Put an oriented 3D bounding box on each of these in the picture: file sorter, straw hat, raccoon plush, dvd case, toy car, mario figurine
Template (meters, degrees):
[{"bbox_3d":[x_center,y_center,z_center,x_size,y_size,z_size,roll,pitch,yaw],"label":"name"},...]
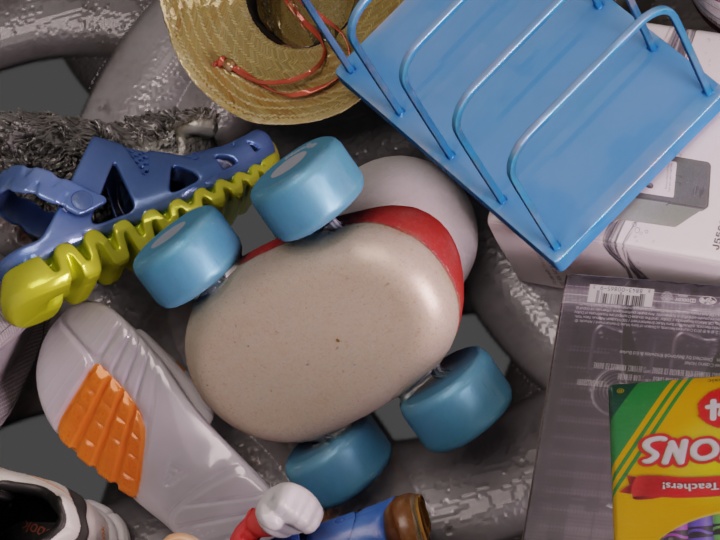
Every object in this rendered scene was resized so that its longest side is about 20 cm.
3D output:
[{"bbox_3d":[0.080,-0.129,1.652,0.139,0.123,0.200,-45,59,-4],"label":"file sorter"},{"bbox_3d":[-0.027,-0.179,1.828,0.200,0.085,0.202,-4,78,21],"label":"straw hat"},{"bbox_3d":[-0.176,-0.092,1.794,0.134,0.200,0.097,-45,24,-7],"label":"raccoon plush"},{"bbox_3d":[0.169,0.102,1.599,0.148,0.016,0.201,4,69,17],"label":"dvd case"},{"bbox_3d":[0.000,0.000,1.721,0.176,0.185,0.200,-28,15,31],"label":"toy car"},{"bbox_3d":[-0.053,0.192,1.651,0.199,0.106,0.124,-14,76,6],"label":"mario figurine"}]

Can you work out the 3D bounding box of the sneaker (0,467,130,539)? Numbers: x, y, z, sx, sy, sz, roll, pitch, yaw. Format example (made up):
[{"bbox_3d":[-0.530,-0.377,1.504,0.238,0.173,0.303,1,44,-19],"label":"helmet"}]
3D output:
[{"bbox_3d":[-0.236,0.139,1.758,0.199,0.080,0.074,8,71,24],"label":"sneaker"}]

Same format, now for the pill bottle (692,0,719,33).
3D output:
[{"bbox_3d":[0.235,-0.196,1.677,0.113,0.200,0.115,-7,63,15],"label":"pill bottle"}]

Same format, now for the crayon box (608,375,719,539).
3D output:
[{"bbox_3d":[0.192,0.135,1.490,0.126,0.051,0.201,-5,40,7],"label":"crayon box"}]

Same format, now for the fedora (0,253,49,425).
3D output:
[{"bbox_3d":[-0.248,0.045,1.755,0.090,0.178,0.200,27,38,11],"label":"fedora"}]

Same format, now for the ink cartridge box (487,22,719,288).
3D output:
[{"bbox_3d":[0.191,-0.058,1.697,0.199,0.084,0.146,10,69,23],"label":"ink cartridge box"}]

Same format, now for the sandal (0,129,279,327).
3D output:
[{"bbox_3d":[-0.138,-0.045,1.733,0.199,0.080,0.087,-24,76,-28],"label":"sandal"}]

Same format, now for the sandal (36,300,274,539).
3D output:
[{"bbox_3d":[-0.111,0.107,1.747,0.079,0.059,0.207,-45,80,13],"label":"sandal"}]
